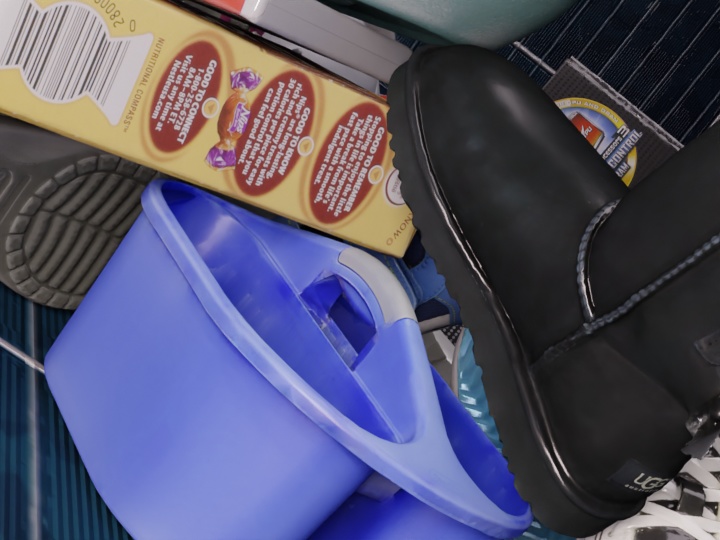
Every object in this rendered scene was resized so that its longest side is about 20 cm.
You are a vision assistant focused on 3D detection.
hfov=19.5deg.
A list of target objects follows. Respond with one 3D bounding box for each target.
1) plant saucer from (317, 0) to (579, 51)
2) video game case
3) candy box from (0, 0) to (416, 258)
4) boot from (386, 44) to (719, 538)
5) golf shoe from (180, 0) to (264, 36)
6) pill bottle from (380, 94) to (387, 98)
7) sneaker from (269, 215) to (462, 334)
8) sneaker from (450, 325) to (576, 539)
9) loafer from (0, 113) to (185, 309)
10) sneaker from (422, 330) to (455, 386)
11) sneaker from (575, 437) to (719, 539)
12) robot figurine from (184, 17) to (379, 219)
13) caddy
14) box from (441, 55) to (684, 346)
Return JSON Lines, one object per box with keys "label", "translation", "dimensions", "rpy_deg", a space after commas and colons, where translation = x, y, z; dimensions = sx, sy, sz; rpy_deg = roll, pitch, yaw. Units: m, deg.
{"label": "plant saucer", "translation": [-0.016, -0.121, 0.782], "dimensions": [0.199, 0.036, 0.200], "rpy_deg": [21, 4, -2]}
{"label": "video game case", "translation": [-0.091, -0.120, 0.770], "dimensions": [0.199, 0.018, 0.143], "rpy_deg": [24, 5, 21]}
{"label": "candy box", "translation": [-0.076, -0.070, 0.742], "dimensions": [0.200, 0.057, 0.117], "rpy_deg": [18, 8, -40]}
{"label": "boot", "translation": [0.101, -0.024, 0.680], "dimensions": [0.073, 0.162, 0.199], "rpy_deg": [9, 54, -45]}
{"label": "golf shoe", "translation": [-0.117, -0.103, 0.895], "dimensions": [0.091, 0.076, 0.200], "rpy_deg": [15, 31, 28]}
{"label": "pill bottle", "translation": [0.066, -0.020, 1.173], "dimensions": [0.200, 0.116, 0.116], "rpy_deg": [22, -2, 34]}
{"label": "sneaker", "translation": [0.000, 0.000, 0.847], "dimensions": [0.082, 0.200, 0.074], "rpy_deg": [-14, 76, -37]}
{"label": "sneaker", "translation": [0.084, 0.103, 0.799], "dimensions": [0.081, 0.076, 0.201], "rpy_deg": [125, -56, -75]}
{"label": "loafer", "translation": [-0.138, -0.042, 0.780], "dimensions": [0.070, 0.075, 0.200], "rpy_deg": [49, 14, 32]}
{"label": "sneaker", "translation": [0.028, 0.067, 0.952], "dimensions": [0.200, 0.076, 0.081], "rpy_deg": [49, 1, 30]}
{"label": "sneaker", "translation": [0.109, 0.091, 0.727], "dimensions": [0.072, 0.201, 0.072], "rpy_deg": [17, -19, -6]}
{"label": "robot figurine", "translation": [-0.045, -0.073, 1.047], "dimensions": [0.169, 0.113, 0.200], "rpy_deg": [31, -23, 19]}
{"label": "caddy", "translation": [-0.021, 0.042, 0.721], "dimensions": [0.141, 0.105, 0.200], "rpy_deg": [33, 10, -34]}
{"label": "box", "translation": [0.103, 0.017, 1.045], "dimensions": [0.160, 0.200, 0.044], "rpy_deg": [40, -17, 6]}
